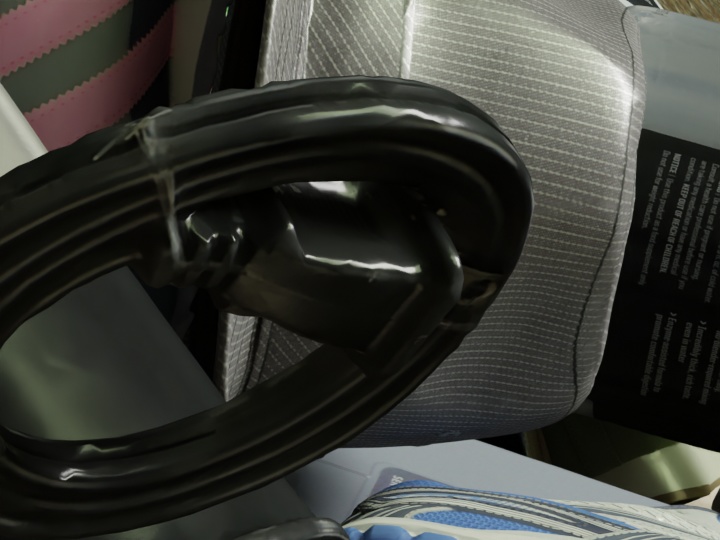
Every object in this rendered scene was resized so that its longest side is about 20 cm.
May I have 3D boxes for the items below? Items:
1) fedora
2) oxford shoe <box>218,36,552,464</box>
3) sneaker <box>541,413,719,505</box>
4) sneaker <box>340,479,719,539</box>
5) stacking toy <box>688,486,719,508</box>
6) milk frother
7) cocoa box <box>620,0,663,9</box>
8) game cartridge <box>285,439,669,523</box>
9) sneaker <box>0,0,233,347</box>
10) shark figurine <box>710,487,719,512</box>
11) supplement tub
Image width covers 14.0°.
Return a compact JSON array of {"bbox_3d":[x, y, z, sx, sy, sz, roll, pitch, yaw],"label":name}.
[{"bbox_3d":[0.012,-0.020,0.656,0.200,0.090,0.177,117,-20,-72],"label":"fedora"},{"bbox_3d":[0.000,0.000,0.878,0.200,0.070,0.075,53,-7,-3],"label":"oxford shoe"},{"bbox_3d":[0.082,0.043,1.006,0.200,0.067,0.090,19,47,-82],"label":"sneaker"},{"bbox_3d":[0.081,0.082,0.612,0.200,0.077,0.085,17,19,2],"label":"sneaker"},{"bbox_3d":[0.141,0.035,1.230,0.146,0.146,0.200,49,-3,-6],"label":"stacking toy"},{"bbox_3d":[-0.083,-0.017,0.483,0.188,0.200,0.180,54,19,14],"label":"milk frother"},{"bbox_3d":[0.014,-0.105,1.110,0.134,0.131,0.200,57,16,24],"label":"cocoa box"},{"bbox_3d":[0.026,0.098,0.675,0.133,0.041,0.200,15,23,8],"label":"game cartridge"},{"bbox_3d":[-0.075,-0.037,0.614,0.082,0.201,0.070,7,-1,-27],"label":"sneaker"},{"bbox_3d":[0.150,0.100,0.804,0.128,0.089,0.214,49,-12,0],"label":"shark figurine"},{"bbox_3d":[0.151,0.003,0.848,0.200,0.123,0.123,16,11,10],"label":"supplement tub"}]
